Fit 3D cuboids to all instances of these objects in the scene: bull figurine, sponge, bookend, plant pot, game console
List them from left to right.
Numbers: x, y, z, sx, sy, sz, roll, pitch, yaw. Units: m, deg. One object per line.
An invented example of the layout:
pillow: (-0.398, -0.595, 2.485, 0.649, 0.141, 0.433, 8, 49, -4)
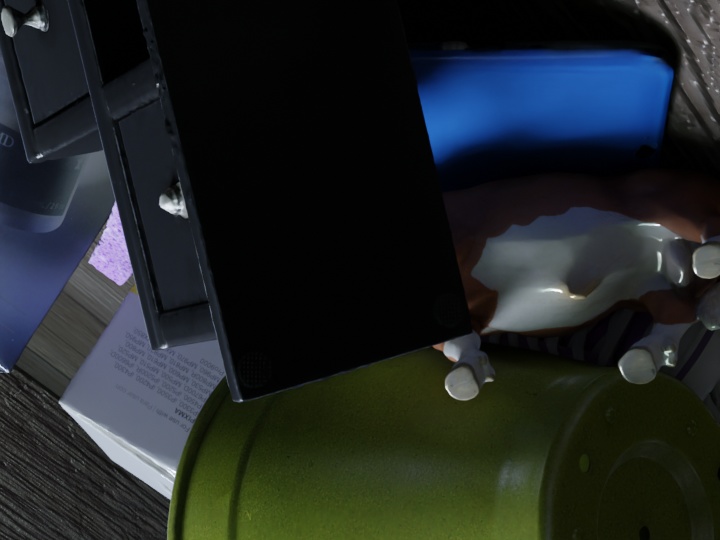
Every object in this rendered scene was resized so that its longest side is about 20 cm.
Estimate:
bookend: (-0.069, -0.058, 0.573, 0.199, 0.091, 0.201, -10, 94, 60)
sponge: (-0.101, -0.057, 0.854, 0.030, 0.112, 0.200, 34, 165, -8)
game console: (0.035, -0.086, 0.671, 0.172, 0.117, 0.200, 60, 175, 21)
plant pot: (0.052, 0.114, 0.667, 0.200, 0.202, 0.192, 40, 149, -29)
bull figurine: (0.059, 0.002, 0.624, 0.122, 0.197, 0.066, -88, -16, -67)

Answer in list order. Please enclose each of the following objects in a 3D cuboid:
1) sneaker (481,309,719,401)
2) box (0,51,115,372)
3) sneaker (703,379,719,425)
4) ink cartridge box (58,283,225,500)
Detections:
sneaker: (0.090, 0.029, 0.749, 0.114, 0.073, 0.200, 40, 159, -11)
box: (-0.236, -0.080, 0.880, 0.199, 0.200, 0.123, 37, 162, -21)
sneaker: (0.160, 0.084, 0.747, 0.074, 0.088, 0.199, -5, -179, -33)
ink cartridge box: (-0.075, 0.031, 0.911, 0.083, 0.201, 0.145, 28, 165, 13)
